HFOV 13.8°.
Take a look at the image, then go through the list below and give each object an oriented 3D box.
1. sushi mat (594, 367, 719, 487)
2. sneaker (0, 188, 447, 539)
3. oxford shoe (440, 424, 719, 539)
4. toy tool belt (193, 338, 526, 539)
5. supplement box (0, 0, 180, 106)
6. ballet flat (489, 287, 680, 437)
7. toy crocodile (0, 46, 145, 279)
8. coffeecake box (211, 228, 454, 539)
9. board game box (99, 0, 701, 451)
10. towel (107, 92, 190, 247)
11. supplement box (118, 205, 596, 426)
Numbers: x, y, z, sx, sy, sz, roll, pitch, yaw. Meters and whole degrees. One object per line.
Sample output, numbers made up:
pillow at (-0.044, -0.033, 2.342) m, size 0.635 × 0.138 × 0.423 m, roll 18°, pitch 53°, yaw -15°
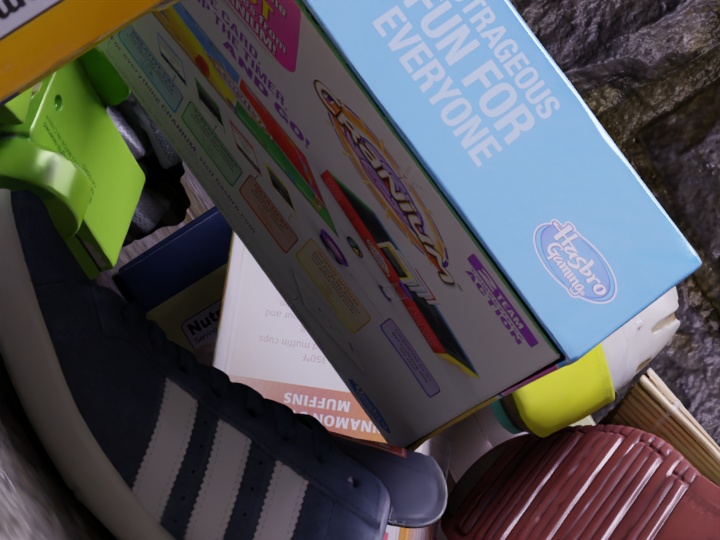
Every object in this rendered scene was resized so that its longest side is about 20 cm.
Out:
sushi mat at (0.147, 0.124, 0.994) m, size 0.200 × 0.012 × 0.096 m, roll 46°, pitch -32°, yaw 5°
sneaker at (-0.028, 0.053, 0.800) m, size 0.200 × 0.084 × 0.075 m, roll 58°, pitch 2°, yaw -5°
oxford shoe at (0.106, 0.105, 0.949) m, size 0.200 × 0.070 × 0.075 m, roll 18°, pitch -29°, yaw 49°
toy tool belt at (-0.006, 0.058, 1.116) m, size 0.200 × 0.123 × 0.125 m, roll 50°, pitch -2°, yaw -1°
supplement box at (-0.130, -0.125, 0.598) m, size 0.200 × 0.109 × 0.110 m, roll 58°, pitch 1°, yaw -22°
ballet flat at (0.074, 0.015, 0.993) m, size 0.200 × 0.067 × 0.067 m, roll 5°, pitch 69°, yaw -84°
toy crocodile at (-0.116, -0.063, 0.877) m, size 0.200 × 0.062 × 0.068 m, roll 57°, pitch 43°, yaw -55°
coffeecake box at (0.000, 0.000, 0.981) m, size 0.154 × 0.073 × 0.200 m, roll 50°, pitch 48°, yaw -83°
board game box at (0.000, -0.034, 0.750) m, size 0.153 × 0.040 × 0.200 m, roll 54°, pitch -14°, yaw 1°
towel at (-0.119, -0.100, 1.053) m, size 0.200 × 0.086 × 0.166 m, roll 56°, pitch 0°, yaw -6°
supplement box at (0.010, 0.045, 1.277) m, size 0.200 × 0.134 × 0.200 m, roll 58°, pitch 1°, yaw -2°
